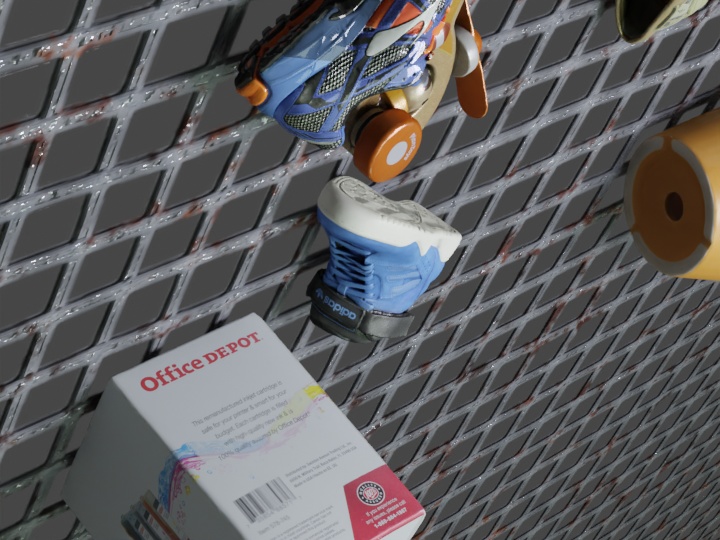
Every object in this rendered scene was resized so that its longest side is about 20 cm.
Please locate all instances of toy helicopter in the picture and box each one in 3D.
[{"bbox_3d":[0.049,-0.155,1.331,0.132,0.079,0.201,-11,134,-51],"label":"toy helicopter"}]

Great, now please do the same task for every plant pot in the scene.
[{"bbox_3d":[0.342,-0.069,1.886,0.182,0.201,0.201,-9,143,-31],"label":"plant pot"}]

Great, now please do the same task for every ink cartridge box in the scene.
[{"bbox_3d":[-0.087,0.163,1.498,0.145,0.200,0.145,-23,153,-41],"label":"ink cartridge box"}]

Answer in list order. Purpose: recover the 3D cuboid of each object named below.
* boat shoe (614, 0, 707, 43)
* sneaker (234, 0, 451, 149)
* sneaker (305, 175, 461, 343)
[{"bbox_3d":[0.217,-0.222,1.506,0.063,0.073,0.200,-42,160,-11],"label":"boat shoe"},{"bbox_3d":[0.020,-0.150,1.249,0.200,0.079,0.075,-39,-158,4],"label":"sneaker"},{"bbox_3d":[0.001,0.001,1.522,0.112,0.077,0.200,-57,164,7],"label":"sneaker"}]
